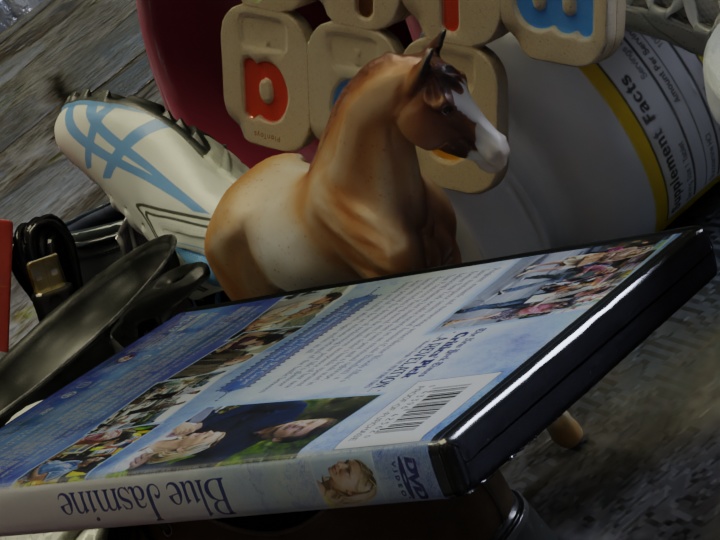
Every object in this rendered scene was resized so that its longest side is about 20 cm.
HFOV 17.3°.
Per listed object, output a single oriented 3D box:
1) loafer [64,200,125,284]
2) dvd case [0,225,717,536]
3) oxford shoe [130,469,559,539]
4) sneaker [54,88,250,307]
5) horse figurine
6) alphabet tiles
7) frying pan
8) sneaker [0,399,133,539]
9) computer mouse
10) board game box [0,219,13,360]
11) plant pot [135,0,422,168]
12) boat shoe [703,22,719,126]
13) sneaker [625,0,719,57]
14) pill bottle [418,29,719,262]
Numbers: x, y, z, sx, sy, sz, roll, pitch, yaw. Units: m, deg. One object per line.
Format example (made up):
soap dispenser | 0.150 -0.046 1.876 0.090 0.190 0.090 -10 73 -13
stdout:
loafer | -0.068 -0.042 1.170 0.200 0.071 0.068 -32 16 12
dvd case | -0.016 0.032 0.657 0.199 0.018 0.142 -10 16 38
oxford shoe | -0.043 0.090 0.698 0.199 0.085 0.073 -30 17 25
sneaker | -0.064 -0.018 0.952 0.200 0.072 0.073 31 92 39
horse figurine | 0.000 0.000 0.777 0.050 0.133 0.200 -44 17 -24
alphabet tiles | 0.001 -0.128 0.756 0.199 0.197 0.015 15 25 37
frying pan | -0.085 0.015 0.878 0.190 0.031 0.115 -29 17 40
sneaker | -0.090 0.088 0.799 0.200 0.078 0.100 -31 16 36
computer mouse | -0.082 -0.003 1.056 0.044 0.110 0.200 -13 17 39
board game box | -0.210 0.060 1.040 0.040 0.154 0.200 4 -6 -30
plant pot | 0.030 -0.118 0.995 0.178 0.201 0.200 -26 8 -34
boat shoe | 0.198 -0.064 0.659 0.201 0.086 0.075 -23 44 3
sneaker | 0.126 -0.089 0.731 0.199 0.076 0.092 11 35 4
pill bottle | 0.093 -0.076 0.844 0.200 0.113 0.112 -39 16 -15
